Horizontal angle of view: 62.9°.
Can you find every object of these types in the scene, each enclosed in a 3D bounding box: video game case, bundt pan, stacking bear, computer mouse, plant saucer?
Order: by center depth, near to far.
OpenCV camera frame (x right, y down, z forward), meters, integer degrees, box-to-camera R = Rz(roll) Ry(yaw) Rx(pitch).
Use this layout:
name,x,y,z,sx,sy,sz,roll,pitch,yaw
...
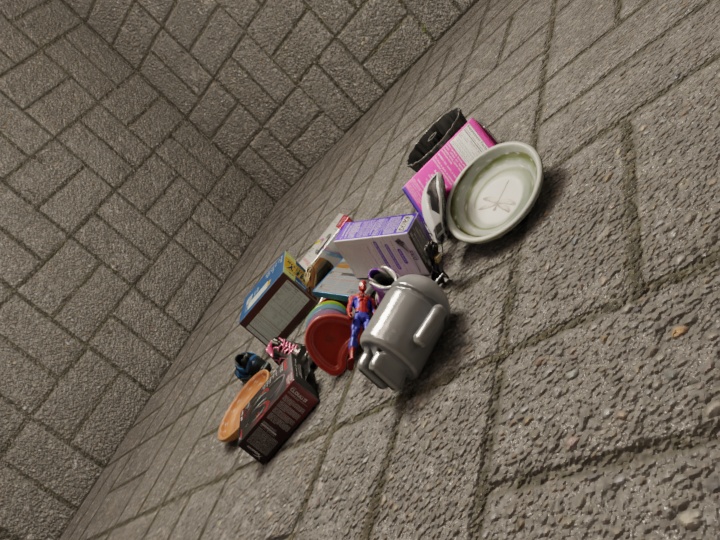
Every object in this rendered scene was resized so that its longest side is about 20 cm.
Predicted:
name,x,y,z,sx,sy,sz,roll,pitch,yaw
plant saucer,0.241,-0.129,1.038,0.197,0.050,0.205,-30,44,33
computer mouse,0.134,-0.086,1.081,0.042,0.110,0.206,-6,61,17
stacking bear,-0.061,0.117,1.264,0.123,0.112,0.200,-58,8,11
video game case,0.000,0.000,1.326,0.140,0.018,0.200,5,38,36
plant saucer,-0.282,0.344,1.476,0.200,0.037,0.201,-46,17,18
bundt pan,0.211,-0.325,1.540,0.202,0.075,0.203,-45,18,18

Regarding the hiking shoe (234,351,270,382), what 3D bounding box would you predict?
name,x,y,z,sx,sy,sz,roll,pitch,yaw
hiking shoe,-0.320,0.262,1.660,0.198,0.086,0.075,-23,30,57

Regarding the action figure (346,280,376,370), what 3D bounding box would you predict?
name,x,y,z,sx,sy,sz,roll,pitch,yaw
action figure,0.004,0.098,1.133,0.204,0.063,0.053,-90,8,-46

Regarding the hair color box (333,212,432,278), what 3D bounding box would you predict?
name,x,y,z,sx,sy,sz,roll,pitch,yaw
hair color box,0.052,-0.048,1.209,0.196,0.110,0.066,-2,43,41

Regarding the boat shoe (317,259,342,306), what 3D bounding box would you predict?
name,x,y,z,sx,sy,sz,roll,pitch,yaw
boat shoe,-0.075,0.054,1.423,0.074,0.063,0.204,103,-177,-56

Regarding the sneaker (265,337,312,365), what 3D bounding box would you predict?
name,x,y,z,sx,sy,sz,roll,pitch,yaw
sneaker,-0.170,0.197,1.398,0.080,0.095,0.198,-54,18,-25

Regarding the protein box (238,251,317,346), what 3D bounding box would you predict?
name,x,y,z,sx,sy,sz,roll,pitch,yaw
protein box,-0.240,0.086,1.740,0.200,0.134,0.199,-47,16,9

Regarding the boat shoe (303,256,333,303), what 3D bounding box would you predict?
name,x,y,z,sx,sy,sz,roll,pitch,yaw
boat shoe,-0.113,0.023,1.510,0.076,0.073,0.202,-50,-16,-23

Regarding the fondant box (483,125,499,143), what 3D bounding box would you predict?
name,x,y,z,sx,sy,sz,roll,pitch,yaw
fondant box,0.214,-0.225,1.356,0.202,0.058,0.144,-53,17,-13

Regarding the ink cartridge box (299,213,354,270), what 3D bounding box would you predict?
name,x,y,z,sx,sy,sz,roll,pitch,yaw
ink cartridge box,-0.082,-0.062,1.735,0.201,0.085,0.147,-50,17,-3

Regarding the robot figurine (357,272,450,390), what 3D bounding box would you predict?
name,x,y,z,sx,sy,sz,roll,pitch,yaw
robot figurine,0.074,0.091,0.948,0.168,0.113,0.203,-10,43,58

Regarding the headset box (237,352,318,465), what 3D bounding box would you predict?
name,x,y,z,sx,sy,sz,roll,pitch,yaw
headset box,-0.168,0.280,1.246,0.201,0.075,0.149,-49,16,5

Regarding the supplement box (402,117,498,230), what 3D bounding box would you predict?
name,x,y,z,sx,sy,sz,roll,pitch,yaw
supplement box,0.196,-0.185,1.178,0.199,0.105,0.100,-42,-27,20

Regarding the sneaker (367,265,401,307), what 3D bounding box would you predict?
name,x,y,z,sx,sy,sz,roll,pitch,yaw
sneaker,0.053,0.031,1.134,0.073,0.114,0.200,-53,16,-11
